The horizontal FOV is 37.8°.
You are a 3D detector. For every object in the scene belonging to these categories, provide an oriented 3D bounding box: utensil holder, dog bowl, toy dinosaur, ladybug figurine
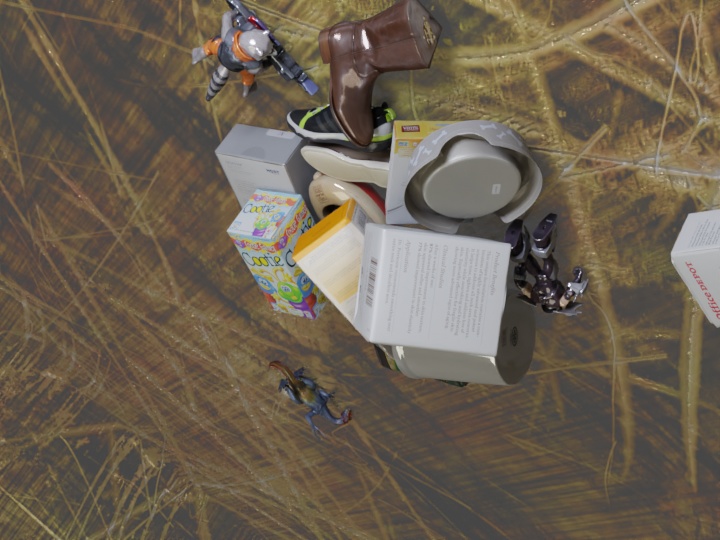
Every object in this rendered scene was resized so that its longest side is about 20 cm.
[{"bbox_3d":[0.177,0.106,1.784,0.197,0.171,0.171,3,138,35],"label":"utensil holder"},{"bbox_3d":[0.156,-0.134,1.494,0.196,0.060,0.201,-4,147,-3],"label":"dog bowl"},{"bbox_3d":[-0.101,0.291,2.444,0.181,0.105,0.201,43,-171,-39],"label":"toy dinosaur"},{"bbox_3d":[-0.006,-0.098,1.770,0.135,0.072,0.200,-9,129,51],"label":"ladybug figurine"}]

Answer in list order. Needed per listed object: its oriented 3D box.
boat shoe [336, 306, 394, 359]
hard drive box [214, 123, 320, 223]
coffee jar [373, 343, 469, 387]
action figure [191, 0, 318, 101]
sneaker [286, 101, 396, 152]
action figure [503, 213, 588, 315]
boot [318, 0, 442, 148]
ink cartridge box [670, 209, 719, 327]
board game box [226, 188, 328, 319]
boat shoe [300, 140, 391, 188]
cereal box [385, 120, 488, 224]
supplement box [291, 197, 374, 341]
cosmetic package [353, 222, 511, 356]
[{"bbox_3d":[0.036,0.097,1.933,0.199,0.075,0.093,42,178,-4],"label":"boat shoe"},{"bbox_3d":[-0.144,-0.146,1.834,0.154,0.077,0.202,14,144,30],"label":"hard drive box"},{"bbox_3d":[0.119,0.148,1.979,0.197,0.086,0.105,11,137,33],"label":"coffee jar"},{"bbox_3d":[-0.168,-0.311,1.607,0.200,0.105,0.193,43,158,-10],"label":"action figure"},{"bbox_3d":[-0.027,-0.242,1.618,0.197,0.072,0.084,15,121,29],"label":"sneaker"},{"bbox_3d":[0.287,0.002,1.636,0.128,0.070,0.201,5,143,29],"label":"action figure"},{"bbox_3d":[0.039,-0.271,1.461,0.198,0.064,0.189,-4,113,43],"label":"boot"},{"bbox_3d":[0.529,-0.009,1.362,0.198,0.084,0.146,-8,130,49],"label":"ink cartridge box"},{"bbox_3d":[-0.127,-0.027,1.806,0.103,0.104,0.202,10,142,35],"label":"board game box"},{"bbox_3d":[-0.004,-0.181,1.665,0.197,0.060,0.072,15,155,32],"label":"boat shoe"},{"bbox_3d":[0.112,-0.143,1.565,0.141,0.040,0.201,-1,145,-3],"label":"cereal box"},{"bbox_3d":[0.000,0.000,1.717,0.125,0.074,0.200,-34,110,23],"label":"supplement box"},{"bbox_3d":[0.104,0.026,1.585,0.196,0.171,0.166,8,-177,-10],"label":"cosmetic package"}]
